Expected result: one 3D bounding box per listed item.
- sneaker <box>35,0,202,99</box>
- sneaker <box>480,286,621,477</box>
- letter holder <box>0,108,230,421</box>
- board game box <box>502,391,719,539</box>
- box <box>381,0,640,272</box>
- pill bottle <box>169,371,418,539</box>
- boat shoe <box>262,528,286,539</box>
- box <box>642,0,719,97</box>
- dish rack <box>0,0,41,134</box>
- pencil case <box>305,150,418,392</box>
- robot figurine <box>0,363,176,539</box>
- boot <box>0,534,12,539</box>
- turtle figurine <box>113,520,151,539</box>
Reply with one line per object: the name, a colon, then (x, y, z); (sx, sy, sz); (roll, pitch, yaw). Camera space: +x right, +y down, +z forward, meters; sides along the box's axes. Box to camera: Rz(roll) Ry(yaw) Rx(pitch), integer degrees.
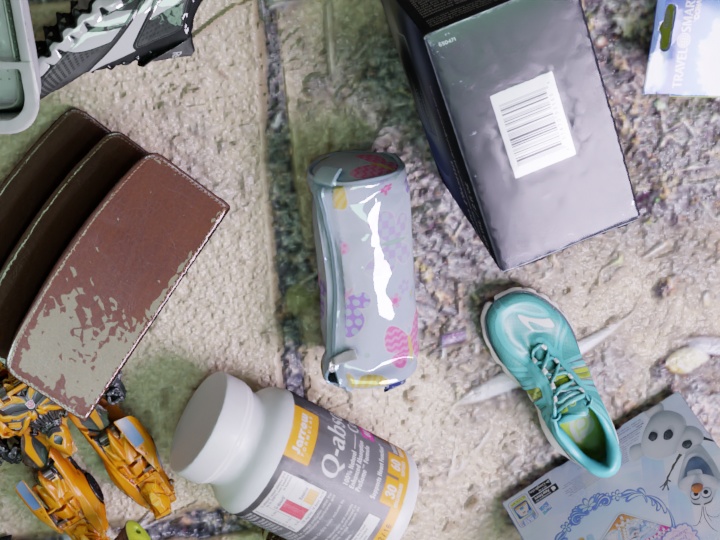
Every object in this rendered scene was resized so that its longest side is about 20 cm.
sneaker: (-0.174, -0.185, 1.164); (0.200, 0.067, 0.091); (-41, 113, 4)
sneaker: (0.179, 0.100, 1.355); (0.077, 0.080, 0.201); (-34, 108, 2)
letter holder: (-0.223, -0.012, 1.180); (0.142, 0.100, 0.201); (36, 83, -22)
board game box: (0.258, 0.239, 1.369); (0.199, 0.200, 0.043); (-33, 135, 3)
box: (0.108, -0.138, 1.175); (0.122, 0.199, 0.201); (-21, 115, -1)
pill bottle: (-0.058, 0.172, 1.315); (0.199, 0.117, 0.117); (29, 104, -22)
boat shoe: (-0.013, 0.302, 1.403); (0.202, 0.075, 0.075); (39, 100, -24)
box: (0.332, -0.209, 1.279); (0.198, 0.048, 0.123); (-1, 112, -12)
dish rack: (-0.314, -0.203, 1.110); (0.170, 0.044, 0.202); (3, 116, 19)
pencil case: (0.000, 0.000, 1.273); (0.090, 0.083, 0.202); (-16, 116, -30)
robot figurine: (-0.248, 0.144, 1.291); (0.144, 0.058, 0.201); (-32, 116, 0)
boot: (-0.353, 0.336, 1.347); (0.161, 0.073, 0.200); (-11, 116, -15)
turtle figurine: (-0.217, 0.300, 1.313); (0.200, 0.064, 0.161); (42, 100, -20)
